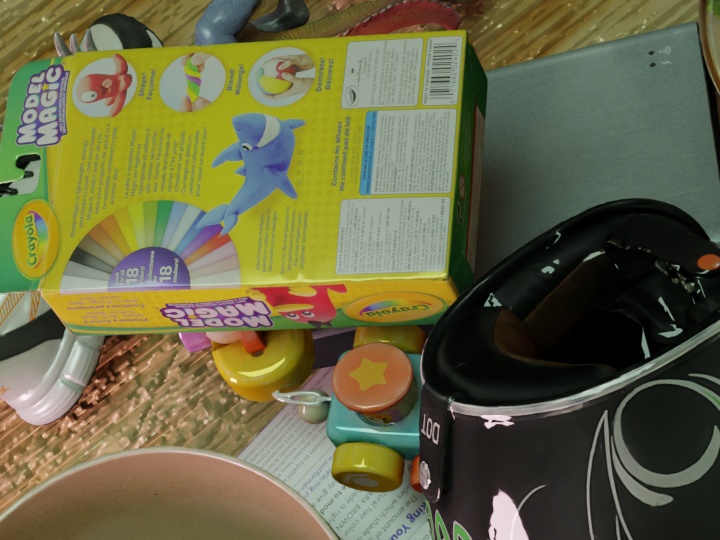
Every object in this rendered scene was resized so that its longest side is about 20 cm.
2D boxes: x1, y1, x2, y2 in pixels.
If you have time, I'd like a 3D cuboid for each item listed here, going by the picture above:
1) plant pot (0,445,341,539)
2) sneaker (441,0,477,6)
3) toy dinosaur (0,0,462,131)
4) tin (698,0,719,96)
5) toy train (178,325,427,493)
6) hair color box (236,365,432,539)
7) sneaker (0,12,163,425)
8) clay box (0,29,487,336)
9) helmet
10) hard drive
[{"bbox_3d":[-0.067,0.188,1.161,0.200,0.134,0.201,-8,65,18],"label":"plant pot"},{"bbox_3d":[-0.001,-0.197,1.289,0.070,0.200,0.109,22,88,49],"label":"sneaker"},{"bbox_3d":[-0.076,-0.066,1.276,0.199,0.105,0.182,15,81,9],"label":"toy dinosaur"},{"bbox_3d":[0.224,-0.072,1.217,0.200,0.042,0.112,51,132,23],"label":"tin"},{"bbox_3d":[0.000,0.000,1.203,0.150,0.056,0.200,-44,62,-4],"label":"toy train"},{"bbox_3d":[0.032,0.137,1.243,0.109,0.065,0.200,-46,60,1],"label":"hair color box"},{"bbox_3d":[-0.146,-0.033,1.350,0.074,0.080,0.201,-7,64,57],"label":"sneaker"},{"bbox_3d":[-0.051,-0.035,1.180,0.199,0.048,0.115,-2,64,16],"label":"clay box"},{"bbox_3d":[0.127,0.085,1.102,0.199,0.191,0.200,-21,24,10],"label":"helmet"},{"bbox_3d":[0.062,-0.033,1.270,0.199,0.033,0.140,-13,46,12],"label":"hard drive"}]
